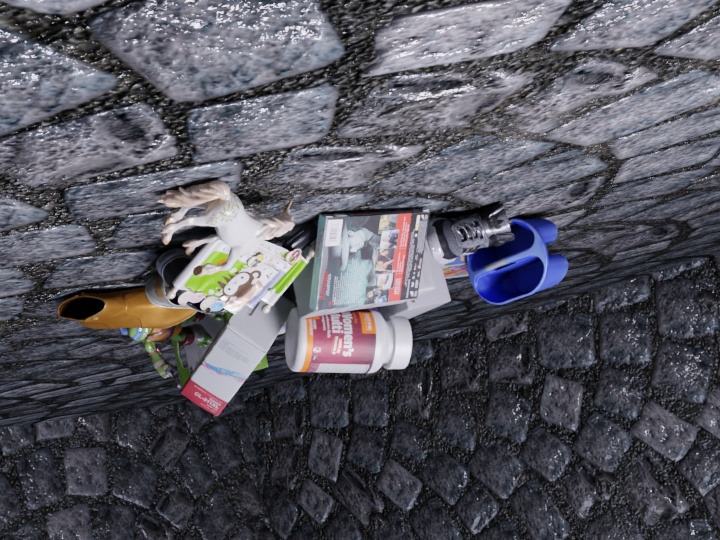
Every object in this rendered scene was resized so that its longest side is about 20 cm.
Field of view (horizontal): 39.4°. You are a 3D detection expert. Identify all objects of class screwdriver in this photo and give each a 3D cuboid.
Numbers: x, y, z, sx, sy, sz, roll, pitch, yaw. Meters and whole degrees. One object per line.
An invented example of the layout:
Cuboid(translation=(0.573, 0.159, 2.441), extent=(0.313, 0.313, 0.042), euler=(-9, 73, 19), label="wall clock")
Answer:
Cuboid(translation=(-0.143, -0.006, 1.467), extent=(0.200, 0.029, 0.028), euler=(-34, 168, -9), label="screwdriver")

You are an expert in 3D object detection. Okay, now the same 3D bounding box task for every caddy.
Cuboid(translation=(0.279, -0.018, 1.840), extent=(0.105, 0.142, 0.200), euler=(-12, 171, -39), label="caddy")

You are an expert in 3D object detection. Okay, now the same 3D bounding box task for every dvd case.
Cuboid(translation=(0.016, -0.019, 1.516), extent=(0.200, 0.146, 0.022), euler=(-7, -159, -38), label="dvd case")

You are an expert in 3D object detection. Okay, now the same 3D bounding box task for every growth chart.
Cuboid(translation=(-0.168, 0.007, 1.419), extent=(0.200, 0.018, 0.145), euler=(15, 118, -48), label="growth chart")

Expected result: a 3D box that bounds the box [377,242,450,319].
Cuboid(translation=(0.060, 0.028, 1.852), extent=(0.097, 0.125, 0.200), euler=(-9, 170, -32), label="box")

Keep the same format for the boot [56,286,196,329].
Cuboid(translation=(-0.372, 0.060, 1.626), extent=(0.201, 0.071, 0.144), euler=(-11, 172, 13), label="boot")

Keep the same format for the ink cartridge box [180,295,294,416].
Cuboid(translation=(-0.212, 0.134, 1.738), extent=(0.200, 0.083, 0.146), euler=(-51, -173, 38), label="ink cartridge box")

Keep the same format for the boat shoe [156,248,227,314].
Cuboid(translation=(-0.236, 0.032, 1.511), extent=(0.070, 0.066, 0.200), euler=(-37, 152, -4), label="boat shoe")

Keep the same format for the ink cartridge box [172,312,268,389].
Cuboid(translation=(-0.287, 0.145, 1.999), extent=(0.076, 0.148, 0.200), euler=(-5, 168, -45), label="ink cartridge box")

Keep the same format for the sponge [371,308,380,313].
Cuboid(translation=(-0.062, 0.083, 1.866), extent=(0.112, 0.030, 0.200), euler=(-47, -145, -15), label="sponge")

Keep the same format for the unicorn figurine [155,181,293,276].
Cuboid(translation=(-0.159, -0.054, 1.230), extent=(0.137, 0.074, 0.200), euler=(-25, 163, 6), label="unicorn figurine")

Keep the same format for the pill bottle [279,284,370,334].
Cuboid(translation=(-0.087, 0.048, 1.799), extent=(0.200, 0.117, 0.116), euler=(-18, 169, 24), label="pill bottle")

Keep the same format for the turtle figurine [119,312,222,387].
Cuboid(translation=(-0.310, 0.119, 1.799), extent=(0.200, 0.144, 0.194), euler=(0, -174, 28), label="turtle figurine")

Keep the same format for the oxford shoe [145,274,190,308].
Cuboid(translation=(-0.243, 0.028, 1.614), extent=(0.200, 0.075, 0.058), euler=(-2, 169, -30), label="oxford shoe")

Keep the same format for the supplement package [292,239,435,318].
Cuboid(translation=(0.000, 0.000, 1.636), extent=(0.200, 0.117, 0.117), euler=(-7, 171, -27), label="supplement package")

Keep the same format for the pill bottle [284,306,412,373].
Cuboid(translation=(-0.021, 0.119, 1.700), extent=(0.200, 0.110, 0.110), euler=(3, 166, -17), label="pill bottle")

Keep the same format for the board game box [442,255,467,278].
Cuboid(translation=(0.188, -0.020, 1.987), extent=(0.200, 0.045, 0.134), euler=(-7, 169, -32), label="board game box")

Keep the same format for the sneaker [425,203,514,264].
Cuboid(translation=(0.181, -0.065, 1.630), extent=(0.114, 0.076, 0.200), euler=(-20, 178, 25), label="sneaker")
